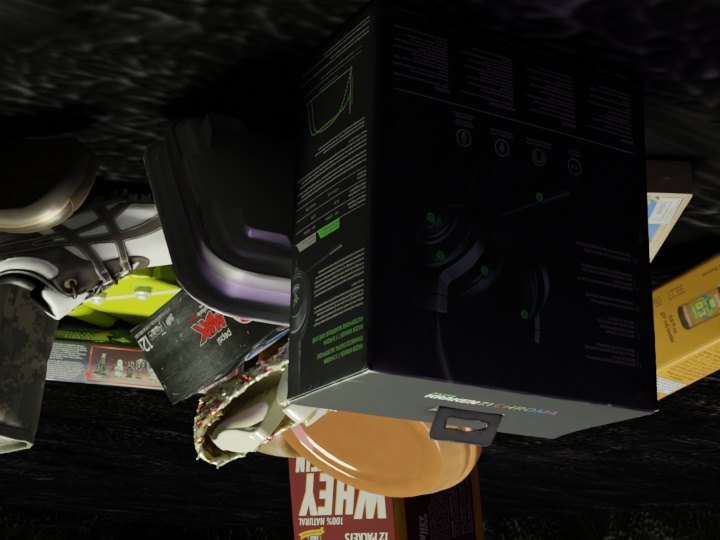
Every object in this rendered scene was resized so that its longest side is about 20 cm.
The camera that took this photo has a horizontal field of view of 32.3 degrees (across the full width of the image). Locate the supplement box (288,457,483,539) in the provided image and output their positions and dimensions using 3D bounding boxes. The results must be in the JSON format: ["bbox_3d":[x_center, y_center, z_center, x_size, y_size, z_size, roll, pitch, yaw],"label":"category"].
[{"bbox_3d":[0.029,0.222,1.393,0.131,0.200,0.199,-8,173,31],"label":"supplement box"}]

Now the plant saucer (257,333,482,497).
[{"bbox_3d":[0.001,0.120,1.009,0.198,0.038,0.201,18,141,15],"label":"plant saucer"}]

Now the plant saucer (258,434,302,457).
[{"bbox_3d":[-0.024,0.120,1.195,0.199,0.036,0.201,-29,152,-17],"label":"plant saucer"}]

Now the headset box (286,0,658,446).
[{"bbox_3d":[0.059,-0.012,0.648,0.172,0.203,0.093,9,161,-27],"label":"headset box"}]

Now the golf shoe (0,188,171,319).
[{"bbox_3d":[-0.188,-0.008,0.880,0.197,0.096,0.078,4,163,-13],"label":"golf shoe"}]

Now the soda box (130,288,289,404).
[{"bbox_3d":[-0.087,0.026,0.920,0.063,0.071,0.200,-28,174,-45],"label":"soda box"}]

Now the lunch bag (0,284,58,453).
[{"bbox_3d":[-0.328,0.055,0.963,0.117,0.166,0.199,27,150,-38],"label":"lunch bag"}]

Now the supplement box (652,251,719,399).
[{"bbox_3d":[0.257,0.042,0.957,0.068,0.067,0.199,16,141,-44],"label":"supplement box"}]

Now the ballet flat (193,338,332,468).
[{"bbox_3d":[-0.055,0.097,0.934,0.076,0.064,0.199,42,128,-17],"label":"ballet flat"}]

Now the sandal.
[{"bbox_3d":[-0.255,-0.053,0.770,0.198,0.083,0.055,-5,146,26],"label":"sandal"}]

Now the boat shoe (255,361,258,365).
[{"bbox_3d":[-0.061,0.088,1.251,0.059,0.072,0.200,-34,167,-30],"label":"boat shoe"}]

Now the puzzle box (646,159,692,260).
[{"bbox_3d":[0.142,-0.022,0.877,0.131,0.026,0.200,2,156,-1],"label":"puzzle box"}]

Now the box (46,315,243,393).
[{"bbox_3d":[-0.216,0.071,1.147,0.197,0.040,0.137,7,-171,-18],"label":"box"}]

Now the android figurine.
[{"bbox_3d":[-0.176,0.016,1.058,0.180,0.042,0.200,-5,164,23],"label":"android figurine"}]

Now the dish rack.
[{"bbox_3d":[-0.019,-0.030,0.726,0.198,0.172,0.044,10,124,-27],"label":"dish rack"}]
